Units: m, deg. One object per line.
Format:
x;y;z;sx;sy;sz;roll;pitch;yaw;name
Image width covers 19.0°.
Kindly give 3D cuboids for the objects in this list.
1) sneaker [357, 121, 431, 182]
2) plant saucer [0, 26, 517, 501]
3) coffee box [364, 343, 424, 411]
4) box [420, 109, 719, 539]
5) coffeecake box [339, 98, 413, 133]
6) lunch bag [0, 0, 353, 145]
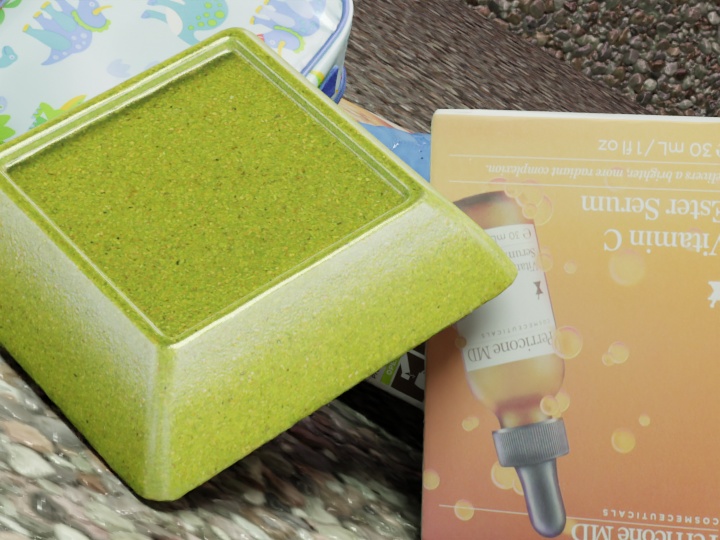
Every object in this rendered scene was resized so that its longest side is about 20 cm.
0.029;-0.052;1.242;0.199;0.077;0.111;12;20;17;sneaker
-0.067;-0.023;0.921;0.200;0.048;0.200;-31;55;-25;plant saucer
0.000;0.000;1.139;0.199;0.080;0.113;26;14;11;coffee box
0.115;0.028;0.990;0.152;0.201;0.106;2;3;20;box
-0.012;-0.061;1.406;0.200;0.073;0.154;23;14;-34;coffeecake box
-0.103;-0.088;1.058;0.160;0.083;0.200;27;56;11;lunch bag
